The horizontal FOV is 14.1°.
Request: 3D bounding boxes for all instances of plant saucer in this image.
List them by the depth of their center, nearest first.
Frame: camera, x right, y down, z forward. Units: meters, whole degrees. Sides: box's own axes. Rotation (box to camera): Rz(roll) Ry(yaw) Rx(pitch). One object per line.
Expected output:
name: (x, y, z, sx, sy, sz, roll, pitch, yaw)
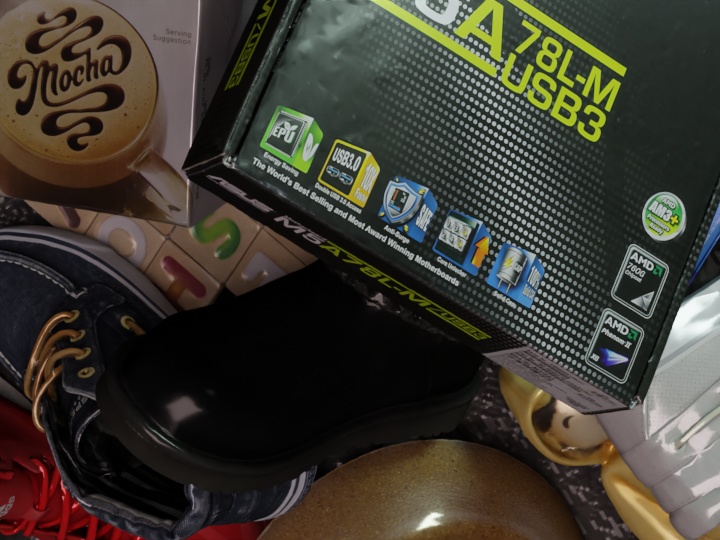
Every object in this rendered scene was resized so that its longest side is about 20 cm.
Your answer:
plant saucer: (0.028, 0.175, 1.280, 0.199, 0.035, 0.201, -8, 107, -26)

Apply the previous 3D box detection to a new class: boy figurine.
boy figurine: (0.157, 0.076, 1.282, 0.199, 0.064, 0.125, 26, 107, -7)

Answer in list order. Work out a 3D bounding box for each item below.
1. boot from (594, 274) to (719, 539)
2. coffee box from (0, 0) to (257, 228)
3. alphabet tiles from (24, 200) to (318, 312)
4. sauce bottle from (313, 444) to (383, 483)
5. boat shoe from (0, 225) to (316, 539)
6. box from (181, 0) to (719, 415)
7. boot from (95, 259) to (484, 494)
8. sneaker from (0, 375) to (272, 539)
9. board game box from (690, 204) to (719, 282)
boot: (0.192, 0.033, 1.231, 0.199, 0.074, 0.096, -31, 87, -13)
coffee box: (-0.148, -0.094, 1.224, 0.199, 0.080, 0.114, 10, 107, 15)
alphabet tiles: (-0.062, -0.076, 1.250, 0.167, 0.008, 0.200, 40, 114, 13)
sauce bottle: (-0.008, 0.140, 1.310, 0.064, 0.065, 0.201, 2, 103, 3)
boat shoe: (-0.116, 0.043, 1.237, 0.200, 0.091, 0.071, 32, 112, 26)
box: (0.055, -0.074, 1.124, 0.199, 0.047, 0.194, 31, 72, -20)
boot: (-0.001, -0.002, 1.177, 0.079, 0.211, 0.158, 47, 127, 25)
sneaker: (-0.135, 0.107, 1.280, 0.199, 0.116, 0.079, 21, 105, -2)
board game box: (0.090, -0.101, 1.246, 0.199, 0.045, 0.152, 31, 106, -5)
